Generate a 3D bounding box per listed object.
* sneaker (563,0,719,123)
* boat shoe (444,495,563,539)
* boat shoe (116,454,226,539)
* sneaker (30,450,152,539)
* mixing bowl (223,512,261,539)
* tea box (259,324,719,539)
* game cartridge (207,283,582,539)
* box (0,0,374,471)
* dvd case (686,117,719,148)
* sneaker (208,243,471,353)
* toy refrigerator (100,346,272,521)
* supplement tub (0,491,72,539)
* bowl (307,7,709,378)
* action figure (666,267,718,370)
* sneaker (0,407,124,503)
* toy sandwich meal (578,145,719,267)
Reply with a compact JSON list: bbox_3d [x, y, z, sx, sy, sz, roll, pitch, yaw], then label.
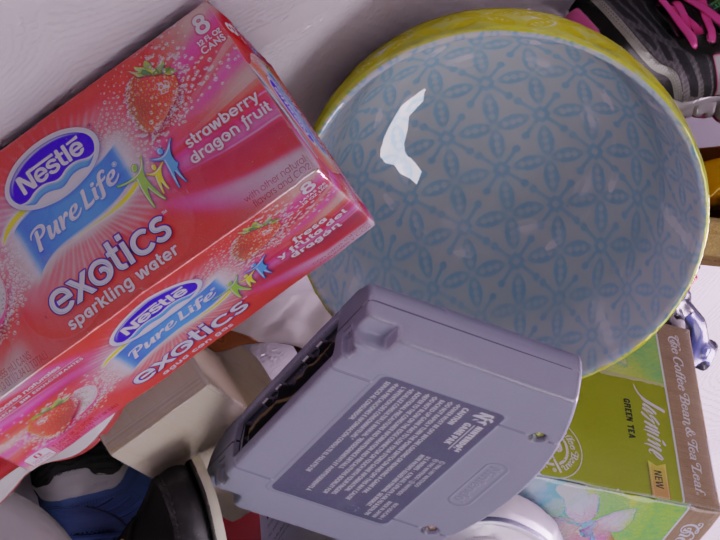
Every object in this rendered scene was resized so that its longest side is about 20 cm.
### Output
[{"bbox_3d":[0.186,-0.125,1.498,0.200,0.074,0.088,10,125,-42],"label":"sneaker"},{"bbox_3d":[0.089,0.190,1.577,0.073,0.066,0.200,-18,139,15],"label":"boat shoe"},{"bbox_3d":[-0.106,0.169,1.526,0.063,0.074,0.202,-8,146,-17],"label":"boat shoe"},{"bbox_3d":[-0.136,0.153,1.628,0.075,0.077,0.200,-10,157,4],"label":"sneaker"},{"bbox_3d":[-0.035,0.193,1.775,0.200,0.200,0.109,-26,131,-21],"label":"mixing bowl"},{"bbox_3d":[0.068,0.122,1.649,0.196,0.134,0.200,11,138,-20],"label":"tea box"},{"bbox_3d":[0.021,0.079,1.439,0.133,0.041,0.200,23,144,-16],"label":"game cartridge"},{"bbox_3d":[-0.109,-0.014,1.296,0.200,0.103,0.095,-35,159,5],"label":"box"},{"bbox_3d":[0.142,-0.069,1.595,0.200,0.018,0.143,-40,139,12],"label":"dvd case"},{"bbox_3d":[0.000,0.000,1.522,0.199,0.073,0.085,-7,139,-29],"label":"sneaker"},{"bbox_3d":[-0.094,0.072,1.539,0.070,0.076,0.200,-36,160,5],"label":"toy refrigerator"},{"bbox_3d":[-0.217,0.214,1.568,0.144,0.145,0.200,-27,158,-19],"label":"supplement tub"},{"bbox_3d":[0.068,-0.050,1.434,0.200,0.200,0.108,-42,-159,20],"label":"bowl"},{"bbox_3d":[0.117,0.004,1.731,0.193,0.105,0.200,-38,130,-6],"label":"action figure"},{"bbox_3d":[-0.193,0.070,1.388,0.115,0.078,0.200,-8,146,-52],"label":"sneaker"},{"bbox_3d":[0.192,-0.040,1.537,0.204,0.071,0.205,6,179,0],"label":"toy sandwich meal"}]
